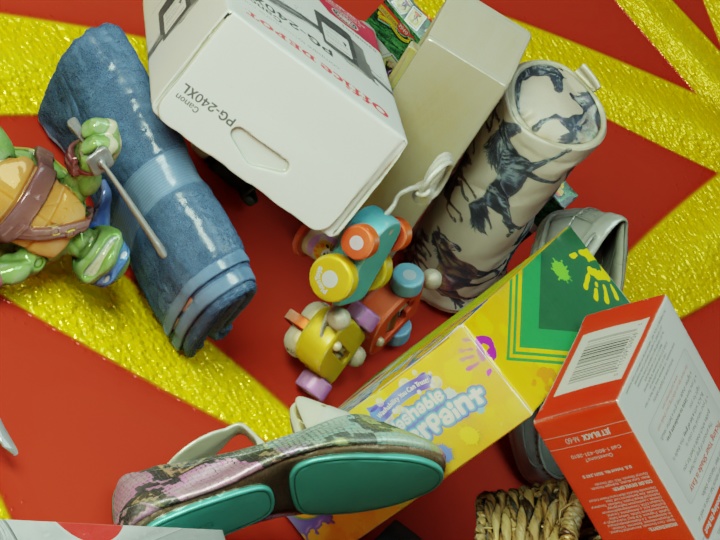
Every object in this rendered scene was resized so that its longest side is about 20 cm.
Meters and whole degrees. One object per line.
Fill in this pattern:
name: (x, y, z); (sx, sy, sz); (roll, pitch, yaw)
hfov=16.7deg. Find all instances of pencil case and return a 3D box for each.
pencil case: (0.101, -0.060, 1.713); (0.078, 0.200, 0.089); (37, 45, 6)

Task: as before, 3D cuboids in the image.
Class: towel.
towel: (-0.135, -0.050, 1.534); (0.048, 0.112, 0.200); (-23, 76, -25)

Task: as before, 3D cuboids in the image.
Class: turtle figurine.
turtle figurine: (-0.212, -0.042, 1.418); (0.194, 0.144, 0.200); (36, 34, -14)

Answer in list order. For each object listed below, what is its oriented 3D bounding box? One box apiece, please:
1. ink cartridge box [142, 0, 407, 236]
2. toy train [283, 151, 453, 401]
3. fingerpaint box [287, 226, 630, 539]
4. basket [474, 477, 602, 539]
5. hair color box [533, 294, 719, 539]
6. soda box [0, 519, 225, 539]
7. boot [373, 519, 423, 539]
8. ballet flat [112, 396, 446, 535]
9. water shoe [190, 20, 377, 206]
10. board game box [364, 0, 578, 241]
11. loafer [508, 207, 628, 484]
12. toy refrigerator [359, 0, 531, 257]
ink cartridge box: (-0.057, -0.127, 1.553); (0.145, 0.083, 0.200); (35, 17, -21)
toy train: (0.000, 0.000, 1.607); (0.056, 0.200, 0.150); (33, 57, 16)
fingerpaint box: (0.056, 0.079, 1.543); (0.073, 0.200, 0.167); (51, 35, 0)
basket: (0.153, 0.226, 1.505); (0.143, 0.149, 0.200); (64, 21, -54)
hair color box: (0.188, 0.130, 1.475); (0.200, 0.064, 0.111); (58, 36, -20)
soda box: (-0.159, 0.181, 1.342); (0.200, 0.063, 0.068); (9, 52, -42)
boot: (0.024, 0.259, 1.474); (0.165, 0.066, 0.200); (52, 32, 1)
ballet flat: (-0.052, 0.116, 1.447); (0.200, 0.069, 0.071); (-14, 49, -9)
water shoe: (-0.044, -0.108, 1.725); (0.079, 0.071, 0.200); (55, 45, -3)
board game box: (0.066, -0.106, 1.801); (0.200, 0.105, 0.023); (50, 53, 1)
loafer: (0.149, 0.053, 1.722); (0.070, 0.070, 0.200); (15, 78, -44)
toy refrigerator: (0.033, -0.091, 1.665); (0.070, 0.200, 0.076); (32, 39, -4)
